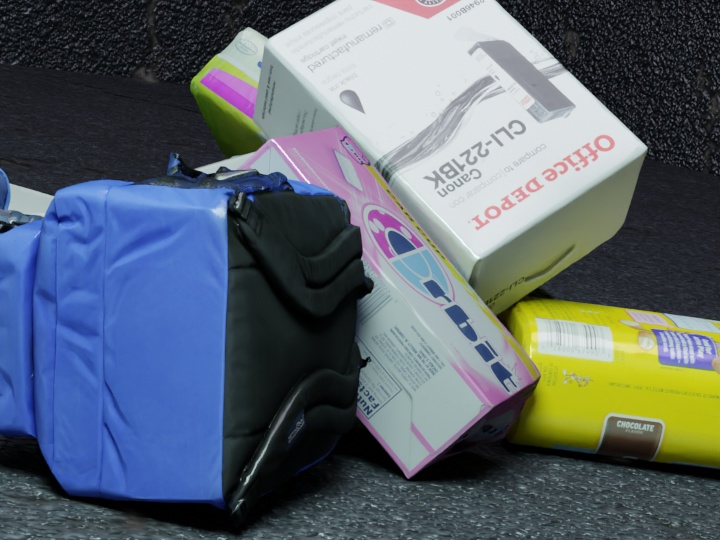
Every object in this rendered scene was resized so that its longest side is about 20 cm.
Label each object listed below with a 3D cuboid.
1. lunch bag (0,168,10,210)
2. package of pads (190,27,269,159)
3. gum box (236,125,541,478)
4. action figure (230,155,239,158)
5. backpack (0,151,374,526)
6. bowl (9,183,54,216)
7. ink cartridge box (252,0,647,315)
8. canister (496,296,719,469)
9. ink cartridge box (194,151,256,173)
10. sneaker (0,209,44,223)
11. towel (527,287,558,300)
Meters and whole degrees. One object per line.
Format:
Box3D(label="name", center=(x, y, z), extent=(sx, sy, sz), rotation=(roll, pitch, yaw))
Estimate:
Box3D(label="lunch bag", center=(-0.306, -0.036, 1.327), extent=(0.200, 0.136, 0.132), rotation=(19, 0, -41))
Box3D(label="package of pads", center=(-0.031, -0.071, 1.687), extent=(0.154, 0.068, 0.200), rotation=(35, -14, 29))
Box3D(label="gum box", center=(0.010, 0.018, 1.315), extent=(0.200, 0.066, 0.113), rotation=(51, 19, 7))
Box3D(label="action figure", center=(-0.099, -0.020, 1.638), extent=(0.200, 0.119, 0.102), rotation=(19, -33, 18))
Box3D(label="backpack", center=(-0.086, 0.021, 1.183), extent=(0.167, 0.163, 0.200), rotation=(9, 8, 21))
Box3D(label="bowl", center=(-0.302, -0.024, 1.560), extent=(0.199, 0.075, 0.200), rotation=(15, 8, 33))
Box3D(label="ink cartridge box", center=(0.053, -0.081, 1.441), extent=(0.144, 0.084, 0.200), rotation=(-33, 67, -26))
Box3D(label="canister", center=(0.185, 0.070, 1.439), extent=(0.199, 0.087, 0.149), rotation=(8, 9, -5))
Box3D(label="ink cartridge box", center=(-0.109, -0.025, 1.475), extent=(0.200, 0.068, 0.115), rotation=(-15, 4, 38))
Box3D(label="sneaker", center=(-0.185, -0.013, 1.298), extent=(0.200, 0.085, 0.075), rotation=(-26, 10, -27))
Box3D(label="towel", center=(0.111, 0.022, 1.662), extent=(0.152, 0.023, 0.200), rotation=(25, -5, 30))
